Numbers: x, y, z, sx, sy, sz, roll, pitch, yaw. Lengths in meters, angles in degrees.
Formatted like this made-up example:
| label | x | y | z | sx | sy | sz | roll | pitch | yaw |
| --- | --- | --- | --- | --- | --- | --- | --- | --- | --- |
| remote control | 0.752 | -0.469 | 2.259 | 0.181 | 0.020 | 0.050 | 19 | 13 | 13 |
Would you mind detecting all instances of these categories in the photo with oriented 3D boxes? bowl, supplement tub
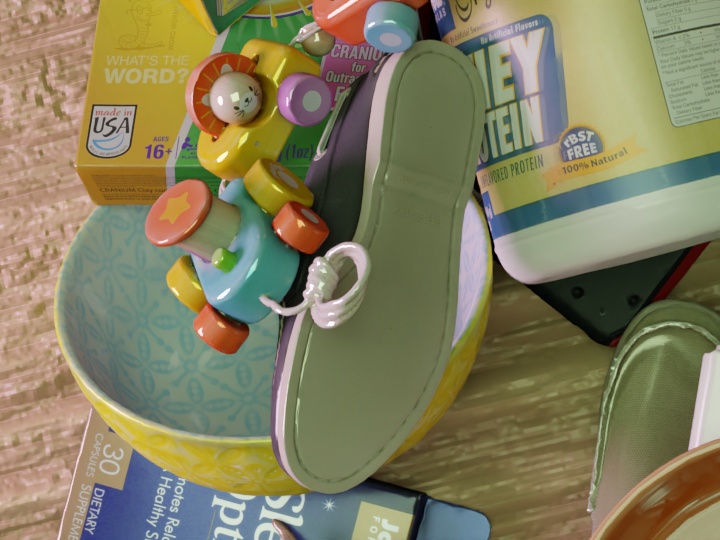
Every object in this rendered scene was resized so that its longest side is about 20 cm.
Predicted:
| label | x | y | z | sx | sy | sz | roll | pitch | yaw |
| --- | --- | --- | --- | --- | --- | --- | --- | --- | --- |
| bowl | -0.032 | 0.037 | 1.370 | 0.199 | 0.108 | 0.200 | -6 | 46 | 6 |
| supplement tub | 0.108 | -0.106 | 1.322 | 0.144 | 0.145 | 0.201 | -15 | 87 | 8 |

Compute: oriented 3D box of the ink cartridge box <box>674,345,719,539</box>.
| label | x | y | z | sx | sy | sz | roll | pitch | yaw |
| --- | --- | --- | --- | --- | --- | --- | --- | --- | --- |
| ink cartridge box | 0.200 | 0.140 | 1.253 | 0.144 | 0.084 | 0.201 | 9 | 89 | 7 |

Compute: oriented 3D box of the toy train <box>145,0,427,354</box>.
| label | x | y | z | sx | sy | sz | roll | pitch | yaw |
| --- | --- | --- | --- | --- | --- | --- | --- | --- | --- |
| toy train | -0.030 | -0.066 | 1.251 | 0.056 | 0.150 | 0.200 | 30 | 59 | -28 |

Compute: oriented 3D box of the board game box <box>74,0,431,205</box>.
| label | x | y | z | sx | sy | sz | roll | pitch | yaw |
| --- | --- | --- | --- | --- | --- | --- | --- | --- | --- |
| board game box | -0.043 | -0.127 | 1.386 | 0.153 | 0.040 | 0.201 | 0 | 64 | 12 |

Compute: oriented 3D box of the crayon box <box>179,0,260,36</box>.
| label | x | y | z | sx | sy | sz | roll | pitch | yaw |
| --- | --- | --- | --- | --- | --- | --- | --- | --- | --- |
| crayon box | -0.048 | -0.234 | 1.382 | 0.200 | 0.058 | 0.173 | -40 | 63 | -7 |

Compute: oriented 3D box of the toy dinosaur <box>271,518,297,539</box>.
| label | x | y | z | sx | sy | sz | roll | pitch | yaw |
| --- | --- | --- | --- | --- | --- | --- | --- | --- | --- |
| toy dinosaur | 0.032 | 0.170 | 1.337 | 0.135 | 0.200 | 0.086 | 2 | 102 | -31 |

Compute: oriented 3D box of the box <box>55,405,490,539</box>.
| label | x | y | z | sx | sy | sz | roll | pitch | yaw |
| --- | --- | --- | --- | --- | --- | --- | --- | --- | --- |
| box | -0.047 | 0.147 | 1.419 | 0.199 | 0.032 | 0.122 | 14 | 89 | 8 |

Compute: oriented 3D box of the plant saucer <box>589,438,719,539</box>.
| label | x | y | z | sx | sy | sz | roll | pitch | yaw |
| --- | --- | --- | --- | --- | --- | --- | --- | --- | --- |
| plant saucer | 0.177 | 0.162 | 1.197 | 0.200 | 0.032 | 0.201 | 0 | 88 | 7 |

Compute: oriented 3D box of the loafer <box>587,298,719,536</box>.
| label | x | y | z | sx | sy | sz | roll | pitch | yaw |
| --- | --- | --- | --- | --- | --- | --- | --- | --- | --- |
| loafer | 0.141 | 0.114 | 1.370 | 0.075 | 0.068 | 0.201 | 5 | 91 | 2 |

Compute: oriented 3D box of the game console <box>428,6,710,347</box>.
| label | x | y | z | sx | sy | sz | roll | pitch | yaw |
| --- | --- | --- | --- | --- | --- | --- | --- | --- | --- |
| game console | 0.099 | -0.090 | 1.413 | 0.200 | 0.031 | 0.177 | 39 | 97 | 9 |

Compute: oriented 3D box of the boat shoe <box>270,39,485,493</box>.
| label | x | y | z | sx | sy | sz | roll | pitch | yaw |
| --- | --- | --- | --- | --- | --- | --- | --- | --- | --- |
| boat shoe | 0.000 | 0.000 | 1.274 | 0.073 | 0.063 | 0.201 | 23 | 74 | -29 |
